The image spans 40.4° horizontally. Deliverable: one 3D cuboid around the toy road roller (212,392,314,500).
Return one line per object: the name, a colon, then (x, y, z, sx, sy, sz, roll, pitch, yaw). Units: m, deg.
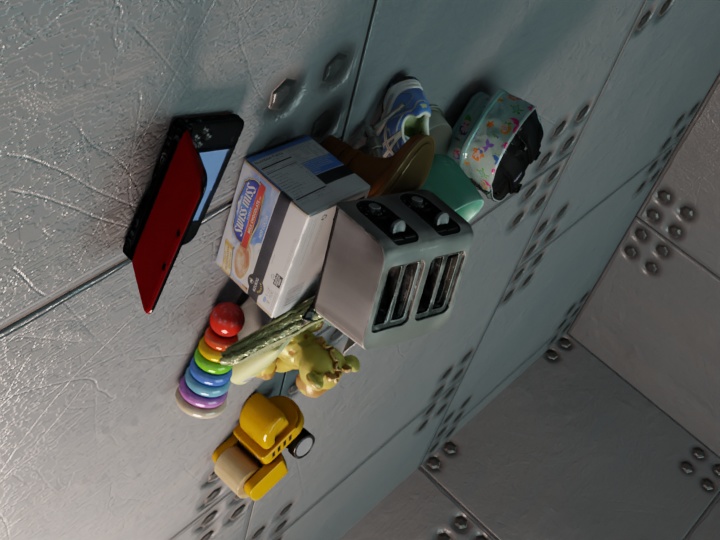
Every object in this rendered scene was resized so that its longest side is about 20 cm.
toy road roller: (-0.198, 0.327, 1.894, 0.200, 0.123, 0.146, -43, 145, -18)

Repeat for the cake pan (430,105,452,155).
cake pan: (0.088, -0.189, 1.679, 0.200, 0.037, 0.200, -42, 159, -20)

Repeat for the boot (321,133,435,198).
boot: (0.006, -0.149, 1.406, 0.074, 0.155, 0.200, 8, 125, -53)

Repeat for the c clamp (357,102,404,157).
c clamp: (0.021, -0.126, 1.464, 0.027, 0.201, 0.171, 8, 151, -42)

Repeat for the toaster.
toaster: (0.039, 0.002, 1.333, 0.180, 0.119, 0.201, -11, 127, -41)

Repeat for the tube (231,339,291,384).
tube: (-0.160, 0.135, 1.612, 0.052, 0.058, 0.200, 8, 155, -31)

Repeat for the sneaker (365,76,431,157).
sneaker: (0.059, -0.199, 1.518, 0.075, 0.077, 0.200, -12, 139, -23)

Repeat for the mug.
mug: (0.087, -0.103, 1.507, 0.185, 0.115, 0.152, -24, 164, -39)

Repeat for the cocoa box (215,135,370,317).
cocoa box: (-0.099, -0.063, 1.375, 0.133, 0.131, 0.200, -29, 151, -43)

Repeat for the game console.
game console: (-0.198, -0.071, 1.174, 0.172, 0.119, 0.200, -19, 144, -54)

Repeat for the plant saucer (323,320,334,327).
plant saucer: (0.000, 0.000, 1.564, 0.201, 0.201, 0.039, -45, 143, -12)

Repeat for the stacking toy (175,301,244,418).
stacking toy: (-0.230, 0.136, 1.544, 0.085, 0.085, 0.201, -23, 143, -50)

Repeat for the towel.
towel: (-0.112, 0.086, 1.460, 0.200, 0.037, 0.148, -30, 179, 6)

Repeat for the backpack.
backpack: (0.242, -0.231, 1.756, 0.178, 0.150, 0.200, -58, 169, 0)

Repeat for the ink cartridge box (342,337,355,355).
ink cartridge box: (0.060, 0.056, 1.824, 0.200, 0.041, 0.200, -40, -162, 38)

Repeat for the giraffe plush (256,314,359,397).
giraffe plush: (-0.091, 0.150, 1.723, 0.172, 0.162, 0.200, -39, 158, -24)

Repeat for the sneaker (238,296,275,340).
sneaker: (-0.144, 0.055, 1.582, 0.099, 0.071, 0.200, -21, 147, -56)
